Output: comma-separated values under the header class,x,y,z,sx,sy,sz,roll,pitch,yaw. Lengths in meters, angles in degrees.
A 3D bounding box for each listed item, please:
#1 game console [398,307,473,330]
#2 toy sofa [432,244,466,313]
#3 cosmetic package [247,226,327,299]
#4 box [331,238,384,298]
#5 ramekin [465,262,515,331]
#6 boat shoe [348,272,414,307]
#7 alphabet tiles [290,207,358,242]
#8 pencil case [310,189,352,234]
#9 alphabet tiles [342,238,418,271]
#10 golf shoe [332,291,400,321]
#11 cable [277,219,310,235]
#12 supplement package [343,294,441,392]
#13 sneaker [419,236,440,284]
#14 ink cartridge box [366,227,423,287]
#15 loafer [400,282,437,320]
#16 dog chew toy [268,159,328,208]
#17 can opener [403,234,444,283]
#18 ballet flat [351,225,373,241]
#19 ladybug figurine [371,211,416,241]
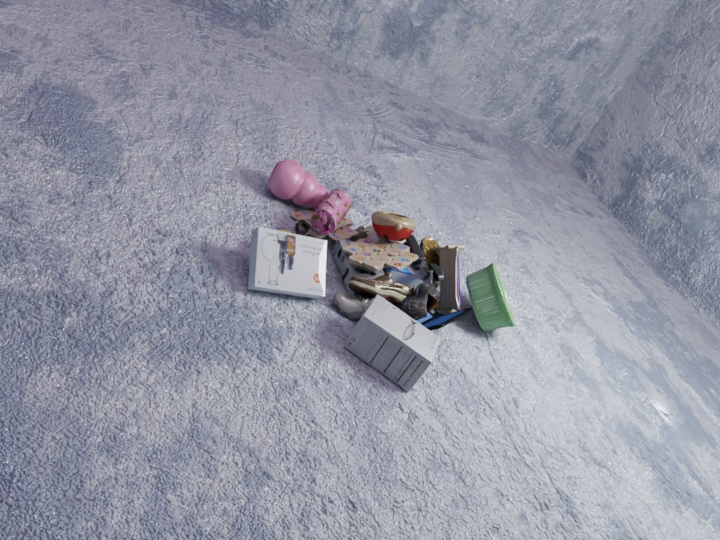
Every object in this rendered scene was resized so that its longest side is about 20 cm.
class,x,y,z,sx,sy,sz,roll,pitch,yaw
game console,0.186,0.109,1.620,0.176,0.117,0.199,45,33,21
toy sofa,0.280,0.025,1.736,0.082,0.204,0.097,-1,0,-42
cosmetic package,-0.182,-0.016,1.467,0.198,0.051,0.153,9,76,-31
box,0.000,0.000,1.659,0.115,0.061,0.201,9,36,-32
ramekin,0.396,0.087,1.772,0.200,0.096,0.203,-20,90,-74
boat shoe,0.059,0.041,1.552,0.200,0.074,0.076,20,73,-28
alphabet tiles,-0.109,-0.145,1.775,0.194,0.015,0.199,29,30,21
pencil case,-0.086,-0.177,1.738,0.086,0.083,0.200,37,28,-3
alphabet tiles,0.055,-0.045,1.626,0.193,0.015,0.199,18,26,26
golf shoe,0.026,0.094,1.524,0.198,0.098,0.079,28,33,-3
cable,-0.169,-0.095,1.596,0.097,0.051,0.200,36,32,5
supplement package,0.080,0.178,1.432,0.199,0.118,0.117,34,31,3
sneaker,0.214,-0.038,1.824,0.090,0.075,0.201,35,-19,45
ink cartridge box,0.105,-0.030,1.773,0.144,0.085,0.201,11,38,-29
loafer,0.172,0.086,1.533,0.071,0.074,0.200,4,23,25
dog chew toy,-0.187,-0.261,1.813,0.198,0.125,0.125,28,31,-17
can opener,0.181,-0.028,1.705,0.065,0.053,0.201,-5,44,-22
ballet flat,0.057,-0.116,1.870,0.198,0.070,0.070,0,43,-41
ladybug figurine,0.095,-0.130,1.711,0.134,0.073,0.200,11,9,-5
